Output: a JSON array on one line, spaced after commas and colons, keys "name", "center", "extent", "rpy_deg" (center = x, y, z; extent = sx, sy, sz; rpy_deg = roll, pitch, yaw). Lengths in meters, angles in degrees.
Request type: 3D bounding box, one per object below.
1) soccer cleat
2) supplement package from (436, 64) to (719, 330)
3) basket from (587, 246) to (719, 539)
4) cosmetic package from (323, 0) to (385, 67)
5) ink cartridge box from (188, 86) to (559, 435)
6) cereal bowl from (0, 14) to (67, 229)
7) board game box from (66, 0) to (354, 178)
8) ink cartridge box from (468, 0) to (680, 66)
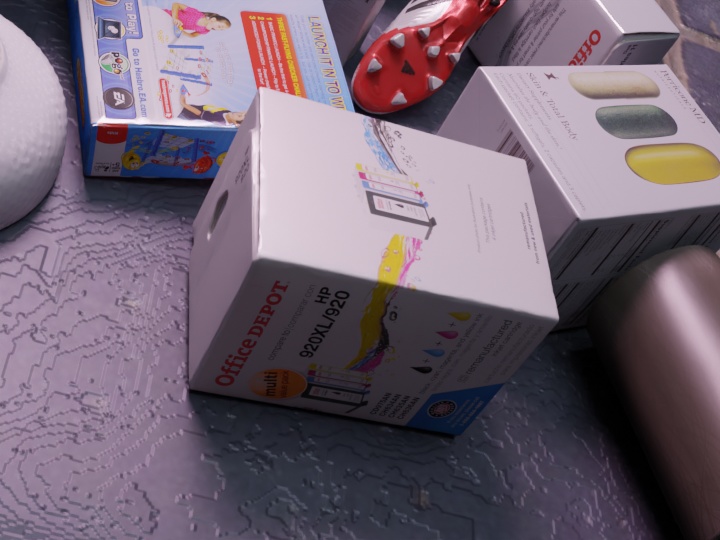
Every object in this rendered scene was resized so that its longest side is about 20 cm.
[{"name": "soccer cleat", "center": [0.060, -0.209, 1.029], "extent": [0.069, 0.085, 0.200], "rpy_deg": [47, 74, -19]}, {"name": "supplement package", "center": [0.170, -0.057, 0.909], "extent": [0.200, 0.151, 0.152], "rpy_deg": [-7, 56, -34]}, {"name": "basket", "center": [0.263, 0.092, 0.839], "extent": [0.180, 0.136, 0.200], "rpy_deg": [-4, 51, -32]}, {"name": "cosmetic package", "center": [-0.074, -0.269, 1.008], "extent": [0.200, 0.083, 0.051], "rpy_deg": [34, 45, 1]}, {"name": "ink cartridge box", "center": [0.000, 0.000, 0.769], "extent": [0.200, 0.147, 0.145], "rpy_deg": [12, 48, -19]}, {"name": "cereal bowl", "center": [-0.287, -0.118, 0.759], "extent": [0.200, 0.083, 0.200], "rpy_deg": [15, 48, -18]}, {"name": "board game box", "center": [-0.118, -0.160, 0.890], "extent": [0.196, 0.056, 0.200], "rpy_deg": [0, 52, -20]}, {"name": "ink cartridge box", "center": [0.178, -0.233, 1.071], "extent": [0.083, 0.147, 0.200], "rpy_deg": [-10, 59, -35]}]
